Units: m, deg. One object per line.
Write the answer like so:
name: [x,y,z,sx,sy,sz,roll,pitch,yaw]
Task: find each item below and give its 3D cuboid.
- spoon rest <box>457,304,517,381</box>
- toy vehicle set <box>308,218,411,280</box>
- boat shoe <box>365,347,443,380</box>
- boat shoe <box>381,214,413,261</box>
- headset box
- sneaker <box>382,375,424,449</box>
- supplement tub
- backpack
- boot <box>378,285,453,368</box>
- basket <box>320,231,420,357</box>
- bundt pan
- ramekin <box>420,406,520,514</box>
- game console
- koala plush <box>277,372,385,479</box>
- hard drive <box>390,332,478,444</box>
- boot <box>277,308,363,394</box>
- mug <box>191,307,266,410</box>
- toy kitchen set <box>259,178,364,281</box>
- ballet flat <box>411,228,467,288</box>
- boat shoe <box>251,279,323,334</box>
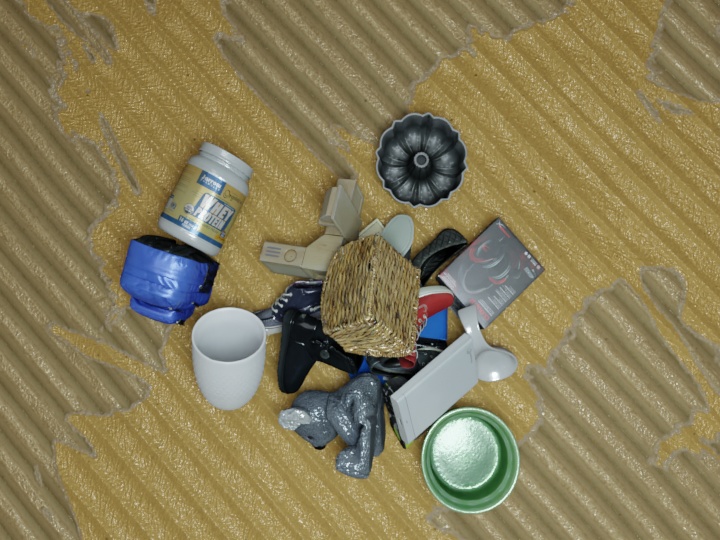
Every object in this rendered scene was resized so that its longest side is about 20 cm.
spoon rest: [0.253,0.161,1.267,0.097,0.061,0.202,-22,124,19]
toy vehicle set: [0.000,0.000,1.352,0.199,0.027,0.125,-39,84,-2]
boat shoe: [0.104,0.193,1.246,0.194,0.067,0.076,15,118,-7]
boat shoe: [0.069,-0.018,1.306,0.074,0.061,0.204,12,69,22]
headset box: [0.262,0.015,1.315,0.199,0.075,0.149,-42,86,-2]
sneaker: [0.097,0.274,1.261,0.080,0.203,0.074,-28,48,-17]
supplement tub: [-0.323,-0.150,1.321,0.142,0.145,0.204,26,86,5]
backpack: [-0.392,0.021,1.279,0.158,0.200,0.172,13,85,3]
boot: [0.114,0.117,1.223,0.195,0.073,0.146,-20,48,-11]
basket: [0.017,0.060,1.191,0.141,0.148,0.204,-21,48,35]
bundt pan: [0.130,-0.228,1.344,0.196,0.076,0.208,0,84,3]
ramekin: [0.217,0.377,1.270,0.194,0.098,0.206,0,85,2]
game console: [0.080,0.143,1.325,0.194,0.119,0.175,8,120,-2]
koala plush: [-0.057,0.291,1.255,0.194,0.177,0.190,3,95,15]
hard drive: [0.147,0.229,1.209,0.198,0.134,0.026,-36,42,-23]
boot: [-0.080,0.185,1.264,0.164,0.076,0.205,15,117,16]
mug: [-0.278,0.175,1.281,0.145,0.178,0.201,-15,46,-27]
toy kitchen set: [-0.107,-0.104,1.294,0.176,0.164,0.205,8,72,18]
ballet flat: [0.151,-0.016,1.302,0.056,0.067,0.200,25,61,33]
boat shoe: [-0.157,0.072,1.311,0.194,0.075,0.095,-8,116,-2]
